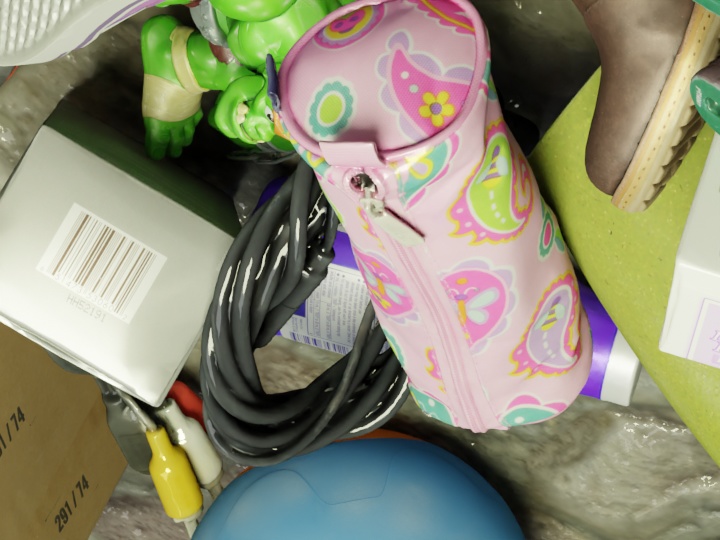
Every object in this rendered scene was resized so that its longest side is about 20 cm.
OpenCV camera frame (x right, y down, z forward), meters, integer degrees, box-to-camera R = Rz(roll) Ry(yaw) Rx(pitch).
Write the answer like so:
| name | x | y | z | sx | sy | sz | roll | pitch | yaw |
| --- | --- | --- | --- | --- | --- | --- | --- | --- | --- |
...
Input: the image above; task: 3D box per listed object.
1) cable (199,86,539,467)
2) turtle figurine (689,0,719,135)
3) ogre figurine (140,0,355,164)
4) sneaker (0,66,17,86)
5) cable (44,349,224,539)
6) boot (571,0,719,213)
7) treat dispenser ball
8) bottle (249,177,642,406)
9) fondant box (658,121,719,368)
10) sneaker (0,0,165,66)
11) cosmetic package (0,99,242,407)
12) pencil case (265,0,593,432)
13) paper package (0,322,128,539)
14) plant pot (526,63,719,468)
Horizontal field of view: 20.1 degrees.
| name | x | y | z | sx | sy | sz | roll | pitch | yaw |
| --- | --- | --- | --- | --- | --- | --- | --- | --- | --- |
| cable | 0.000 | 0.000 | 0.872 | 0.051 | 0.200 | 0.163 | 37 | -179 | 25 |
| turtle figurine | 0.187 | -0.126 | 0.658 | 0.150 | 0.200 | 0.101 | 59 | 166 | -27 |
| ogre figurine | -0.055 | -0.104 | 0.867 | 0.119 | 0.098 | 0.201 | 4 | 137 | 32 |
| sneaker | -0.210 | -0.090 | 0.983 | 0.077 | 0.082 | 0.200 | 25 | 144 | -1 |
| cable | -0.118 | 0.056 | 1.104 | 0.050 | 0.098 | 0.201 | -6 | 139 | 13 |
| boot | 0.064 | -0.136 | 0.729 | 0.165 | 0.072 | 0.201 | 19 | 105 | 14 |
| treat dispenser ball | -0.001 | 0.187 | 1.107 | 0.200 | 0.202 | 0.202 | 15 | 143 | 12 |
| bottle | 0.041 | 0.015 | 0.987 | 0.199 | 0.066 | 0.084 | 16 | 144 | 11 |
| fondant box | 0.199 | -0.045 | 0.709 | 0.143 | 0.201 | 0.058 | 17 | 147 | 10 |
| sneaker | -0.077 | -0.126 | 0.753 | 0.200 | 0.114 | 0.073 | -3 | 105 | 48 |
| cosmetic package | -0.116 | -0.015 | 0.933 | 0.106 | 0.091 | 0.200 | 30 | -179 | -7 |
| pencil case | 0.031 | -0.016 | 0.776 | 0.087 | 0.088 | 0.200 | 6 | 148 | 23 |
| paper package | -0.221 | 0.093 | 1.116 | 0.103 | 0.201 | 0.191 | 4 | 139 | 24 |
| plant pot | 0.170 | -0.013 | 0.811 | 0.200 | 0.187 | 0.187 | 42 | 143 | 4 |
